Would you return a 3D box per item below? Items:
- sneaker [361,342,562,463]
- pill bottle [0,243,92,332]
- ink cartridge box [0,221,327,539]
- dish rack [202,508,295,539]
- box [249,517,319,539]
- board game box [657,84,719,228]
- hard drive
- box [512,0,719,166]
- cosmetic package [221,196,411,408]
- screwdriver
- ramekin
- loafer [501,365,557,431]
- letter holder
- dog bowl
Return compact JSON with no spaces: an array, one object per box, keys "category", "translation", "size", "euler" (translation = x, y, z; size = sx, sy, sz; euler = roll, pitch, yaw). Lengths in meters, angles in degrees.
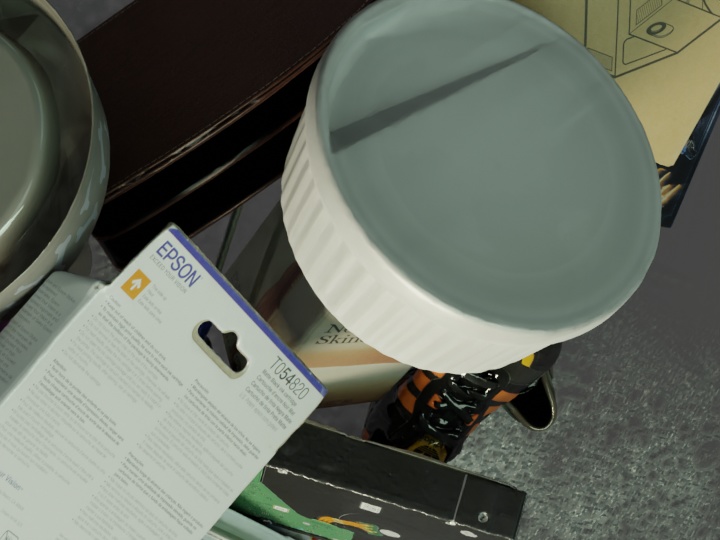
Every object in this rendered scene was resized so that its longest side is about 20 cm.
[{"category":"sneaker","translation":[0.059,0.080,1.464],"size":[0.070,0.200,0.091],"euler":[27,61,-14]},{"category":"pill bottle","translation":[-0.236,0.050,1.347],"size":[0.112,0.113,0.201],"euler":[16,111,-35]},{"category":"ink cartridge box","translation":[-0.130,0.087,1.268],"size":[0.200,0.041,0.200],"euler":[-48,142,-7]},{"category":"dish rack","translation":[-0.117,0.226,1.496],"size":[0.172,0.044,0.200],"euler":[-47,141,7]},{"category":"box","translation":[-0.081,0.204,1.578],"size":[0.199,0.035,0.110],"euler":[-33,129,-6]},{"category":"board game box","translation":[0.133,-0.104,1.501],"size":[0.199,0.035,0.136],"euler":[7,115,-31]},{"category":"hard drive","translation":[-0.006,0.135,1.467],"size":[0.198,0.140,0.038],"euler":[16,70,0]},{"category":"box","translation":[0.159,-0.167,1.351],"size":[0.163,0.021,0.201],"euler":[17,111,-30]},{"category":"cosmetic package","translation":[0.000,0.000,1.400],"size":[0.103,0.088,0.200],"euler":[-4,153,-26]},{"category":"screwdriver","translation":[-0.087,0.011,1.437],"size":[0.029,0.028,0.201],"euler":[-34,152,-52]},{"category":"ramekin","translation":[0.050,-0.040,1.264],"size":[0.201,0.204,0.094],"euler":[-2,155,-27]},{"category":"loafer","translation":[0.080,0.029,1.522],"size":[0.072,0.063,0.200],"euler":[-30,137,7]},{"category":"letter holder","translation":[-0.074,-0.088,1.329],"size":[0.199,0.142,0.101],"euler":[-36,130,-4]},{"category":"dog bowl","translation":[-0.219,-0.057,1.245],"size":[0.200,0.200,0.059],"euler":[-42,156,1]}]
